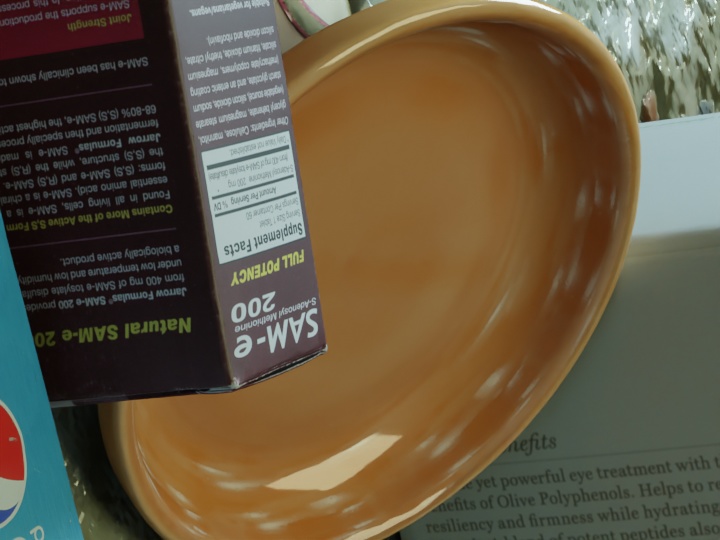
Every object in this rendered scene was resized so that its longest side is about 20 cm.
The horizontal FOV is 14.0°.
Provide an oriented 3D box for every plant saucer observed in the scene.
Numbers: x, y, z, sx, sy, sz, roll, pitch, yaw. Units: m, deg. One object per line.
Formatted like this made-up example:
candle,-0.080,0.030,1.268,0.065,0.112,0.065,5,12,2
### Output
plant saucer,0.000,0.000,0.892,0.200,0.037,0.200,-26,135,-28

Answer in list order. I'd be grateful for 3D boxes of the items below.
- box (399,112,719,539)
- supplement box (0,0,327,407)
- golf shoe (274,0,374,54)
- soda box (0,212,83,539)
box,0.132,0.042,1.058,0.200,0.199,0.172,-39,118,-60
supplement box,-0.081,-0.066,0.772,0.061,0.109,0.200,-19,102,-62
golf shoe,-0.047,-0.103,0.906,0.088,0.077,0.200,-6,93,-36
soda box,-0.110,0.085,0.733,0.068,0.064,0.200,-34,115,-60
